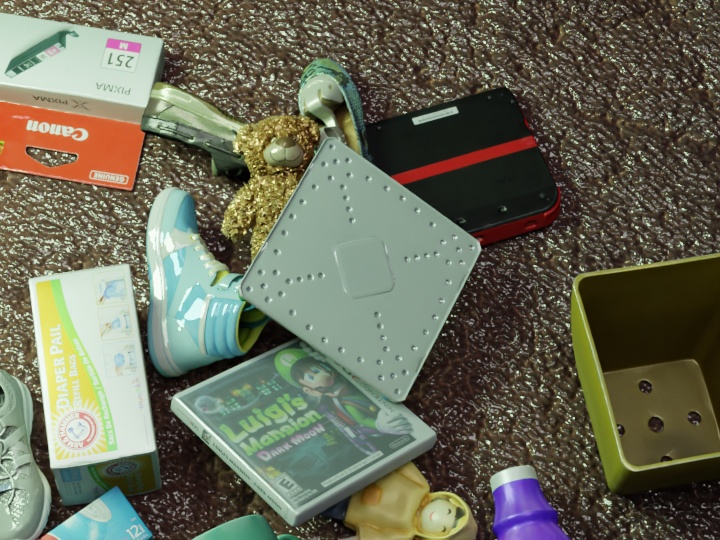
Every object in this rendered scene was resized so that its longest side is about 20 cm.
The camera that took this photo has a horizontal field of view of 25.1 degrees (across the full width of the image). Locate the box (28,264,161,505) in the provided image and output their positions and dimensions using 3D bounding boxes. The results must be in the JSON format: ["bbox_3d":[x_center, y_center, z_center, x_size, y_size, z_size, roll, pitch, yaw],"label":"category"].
[{"bbox_3d":[-0.259,0.112,1.582,0.100,0.113,0.202,-8,65,-8],"label":"box"}]

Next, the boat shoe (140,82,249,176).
[{"bbox_3d":[-0.144,-0.132,1.742,0.199,0.072,0.067,28,89,-4],"label":"boat shoe"}]

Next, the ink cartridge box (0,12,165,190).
[{"bbox_3d":[-0.327,-0.187,1.766,0.197,0.044,0.175,9,62,0],"label":"ink cartridge box"}]

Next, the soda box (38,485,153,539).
[{"bbox_3d":[-0.290,0.292,1.513,0.199,0.068,0.064,-35,71,-19],"label":"soda box"}]

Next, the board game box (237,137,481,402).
[{"bbox_3d":[0.000,0.000,1.618,0.199,0.026,0.201,35,64,-10],"label":"board game box"}]

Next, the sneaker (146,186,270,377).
[{"bbox_3d":[-0.147,0.004,1.643,0.129,0.079,0.203,-10,71,19],"label":"sneaker"}]

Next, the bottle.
[{"bbox_3d":[0.170,0.289,1.550,0.082,0.065,0.202,-10,64,-10],"label":"bottle"}]

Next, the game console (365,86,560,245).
[{"bbox_3d":[0.106,-0.106,1.769,0.198,0.031,0.178,-16,61,-13],"label":"game console"}]

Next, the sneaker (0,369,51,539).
[{"bbox_3d":[-0.351,0.176,1.539,0.074,0.082,0.201,-25,52,5],"label":"sneaker"}]

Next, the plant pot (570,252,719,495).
[{"bbox_3d":[0.310,0.120,1.584,0.197,0.177,0.202,-8,63,-8],"label":"plant pot"}]

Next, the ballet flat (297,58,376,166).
[{"bbox_3d":[-0.030,-0.156,1.749,0.073,0.074,0.202,-16,63,-12],"label":"ballet flat"}]

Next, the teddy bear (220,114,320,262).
[{"bbox_3d":[-0.075,-0.061,1.671,0.143,0.067,0.203,11,93,10],"label":"teddy bear"}]

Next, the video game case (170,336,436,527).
[{"bbox_3d":[-0.053,0.146,1.567,0.181,0.024,0.199,39,42,27],"label":"video game case"}]

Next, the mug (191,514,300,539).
[{"bbox_3d":[-0.111,0.305,1.473,0.184,0.152,0.115,-26,71,-17],"label":"mug"}]

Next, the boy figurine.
[{"bbox_3d":[0.017,0.227,1.573,0.198,0.065,0.125,23,61,11],"label":"boy figurine"}]
